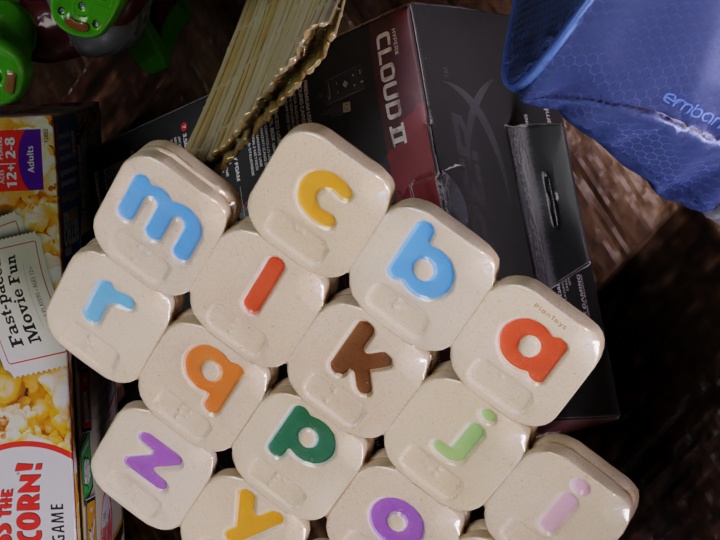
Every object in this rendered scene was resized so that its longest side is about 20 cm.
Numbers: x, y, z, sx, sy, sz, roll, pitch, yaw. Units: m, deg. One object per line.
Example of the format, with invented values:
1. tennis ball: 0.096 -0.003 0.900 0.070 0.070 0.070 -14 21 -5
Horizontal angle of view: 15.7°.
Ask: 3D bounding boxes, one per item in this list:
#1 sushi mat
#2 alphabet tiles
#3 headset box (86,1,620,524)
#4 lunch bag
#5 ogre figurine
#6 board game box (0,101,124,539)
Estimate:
1. sushi mat: -0.022 -0.102 0.912 0.096 0.012 0.200 -45 17 32
2. alphabet tiles: -0.009 0.045 0.862 0.200 0.015 0.196 36 133 4
3. headset box: 0.000 0.000 0.936 0.200 0.075 0.149 -21 75 43
4. lunch bag: 0.146 -0.107 0.742 0.200 0.132 0.136 -52 14 32
5. ogre figurine: -0.106 -0.112 0.976 0.098 0.120 0.200 45 116 -5
6. board game box: -0.123 0.038 1.001 0.046 0.152 0.201 -3 95 1
